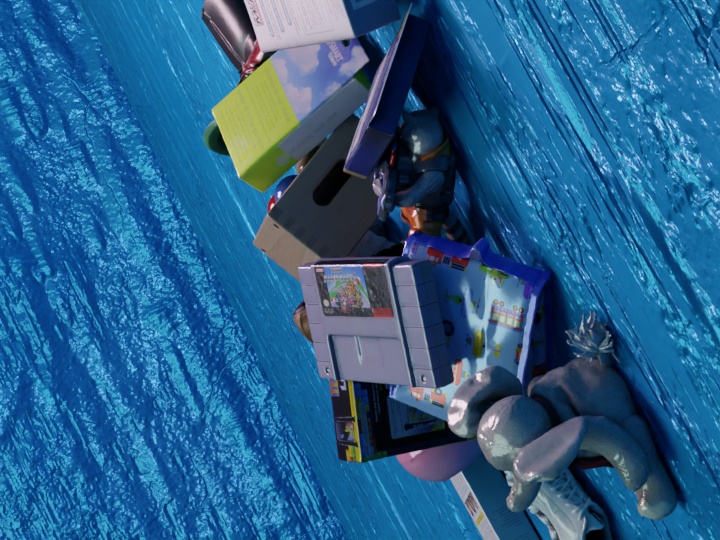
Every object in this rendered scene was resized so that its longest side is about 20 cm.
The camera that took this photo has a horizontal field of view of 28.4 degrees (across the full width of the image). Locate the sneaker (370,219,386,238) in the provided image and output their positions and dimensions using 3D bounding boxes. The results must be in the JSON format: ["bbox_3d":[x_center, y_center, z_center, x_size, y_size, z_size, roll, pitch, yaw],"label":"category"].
[{"bbox_3d":[0.026,0.004,1.858,0.082,0.078,0.201,31,151,36],"label":"sneaker"}]

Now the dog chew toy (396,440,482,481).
[{"bbox_3d":[0.070,0.165,1.790,0.201,0.124,0.125,54,167,1],"label":"dog chew toy"}]

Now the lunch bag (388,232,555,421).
[{"bbox_3d":[0.111,0.055,1.417,0.150,0.094,0.201,20,132,26],"label":"lunch bag"}]

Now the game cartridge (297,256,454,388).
[{"bbox_3d":[0.010,0.050,1.441,0.199,0.038,0.131,-1,107,54],"label":"game cartridge"}]

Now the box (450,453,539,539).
[{"bbox_3d":[0.169,0.301,1.862,0.201,0.049,0.082,60,167,18],"label":"box"}]

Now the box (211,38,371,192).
[{"bbox_3d":[-0.070,-0.198,1.604,0.048,0.200,0.122,32,-155,-47],"label":"box"}]

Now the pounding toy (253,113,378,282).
[{"bbox_3d":[-0.038,-0.101,1.664,0.142,0.200,0.184,38,165,-1],"label":"pounding toy"}]

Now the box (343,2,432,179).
[{"bbox_3d":[0.027,-0.172,1.399,0.032,0.122,0.200,19,168,-4],"label":"box"}]

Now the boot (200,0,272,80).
[{"bbox_3d":[-0.155,-0.292,1.966,0.169,0.076,0.200,56,159,19],"label":"boot"}]

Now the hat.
[{"bbox_3d":[-0.126,-0.266,1.836,0.165,0.199,0.177,12,-120,-57],"label":"hat"}]

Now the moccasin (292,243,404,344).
[{"bbox_3d":[0.014,0.032,1.690,0.078,0.201,0.074,53,-162,-10],"label":"moccasin"}]

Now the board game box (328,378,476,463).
[{"bbox_3d":[0.045,0.100,1.582,0.057,0.164,0.202,-6,90,58],"label":"board game box"}]

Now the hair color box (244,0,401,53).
[{"bbox_3d":[-0.048,-0.279,1.420,0.200,0.060,0.100,6,119,59],"label":"hair color box"}]

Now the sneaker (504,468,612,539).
[{"bbox_3d":[0.223,0.253,1.532,0.201,0.075,0.081,61,153,7],"label":"sneaker"}]

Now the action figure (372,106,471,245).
[{"bbox_3d":[0.068,-0.093,1.497,0.201,0.104,0.194,-88,-7,-50],"label":"action figure"}]

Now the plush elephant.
[{"bbox_3d":[0.176,0.153,1.304,0.165,0.154,0.201,45,157,56],"label":"plush elephant"}]

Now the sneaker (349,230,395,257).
[{"bbox_3d":[0.000,0.000,1.776,0.200,0.076,0.081,39,138,2],"label":"sneaker"}]
